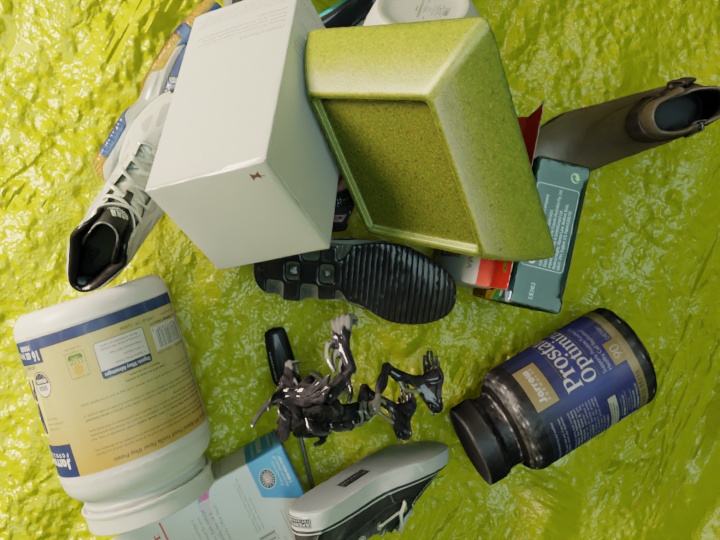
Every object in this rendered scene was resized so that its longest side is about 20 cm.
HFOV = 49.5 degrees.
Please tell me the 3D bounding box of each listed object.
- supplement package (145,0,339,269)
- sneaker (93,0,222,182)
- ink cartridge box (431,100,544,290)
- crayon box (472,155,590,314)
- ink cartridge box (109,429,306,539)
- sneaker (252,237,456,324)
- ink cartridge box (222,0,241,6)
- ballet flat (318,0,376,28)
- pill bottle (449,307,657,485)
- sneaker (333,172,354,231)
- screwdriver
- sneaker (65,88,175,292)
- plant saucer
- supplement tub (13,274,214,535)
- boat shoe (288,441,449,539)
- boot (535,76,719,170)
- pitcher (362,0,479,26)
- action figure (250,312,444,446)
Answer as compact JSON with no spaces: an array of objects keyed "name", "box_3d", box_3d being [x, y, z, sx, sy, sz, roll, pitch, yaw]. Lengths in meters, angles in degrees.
[{"name":"supplement package","box_3d":[-0.088,-0.124,0.676,0.115,0.117,0.204,-9,54,21]},{"name":"sneaker","box_3d":[-0.176,-0.161,0.763,0.087,0.075,0.202,31,94,-19]},{"name":"ink cartridge box","box_3d":[0.113,-0.066,0.745,0.049,0.200,0.167,12,90,-1]},{"name":"crayon box","box_3d":[0.156,-0.030,0.759,0.050,0.200,0.129,12,89,-1]},{"name":"ink cartridge box","box_3d":[-0.145,0.262,0.775,0.197,0.068,0.117,-26,97,-9]},{"name":"sneaker","box_3d":[0.000,0.000,0.771,0.195,0.088,0.076,12,100,8]},{"name":"ink cartridge box","box_3d":[-0.062,-0.348,0.732,0.198,0.146,0.087,-35,96,-7]},{"name":"ballet flat","box_3d":[0.004,-0.255,0.789,0.199,0.073,0.074,-41,98,-9]},{"name":"pill bottle","box_3d":[0.196,0.133,0.811,0.197,0.112,0.114,-29,96,-9]},{"name":"sneaker","box_3d":[-0.049,-0.070,0.778,0.197,0.080,0.088,-32,99,-7]},{"name":"screwdriver","box_3d":[-0.070,0.158,0.813,0.028,0.028,0.205,-5,100,20]},{"name":"sneaker","box_3d":[-0.190,-0.064,0.681,0.075,0.115,0.203,31,93,-20]},{"name":"plant saucer","box_3d":[0.040,-0.090,0.622,0.048,0.198,0.202,-42,125,-26]},{"name":"supplement tub","box_3d":[-0.220,0.120,0.719,0.141,0.144,0.205,-17,94,-9]},{"name":"boat shoe","box_3d":[0.018,0.231,0.776,0.197,0.073,0.070,-19,101,-44]},{"name":"boot","box_3d":[0.265,-0.144,0.798,0.196,0.146,0.072,-25,98,-8]},{"name":"pitcher","box_3d":[0.061,-0.169,0.724,0.118,0.202,0.174,8,51,11]},{"name":"action figure","box_3d":[-0.019,0.113,0.763,0.196,0.104,0.119,8,135,-35]}]
